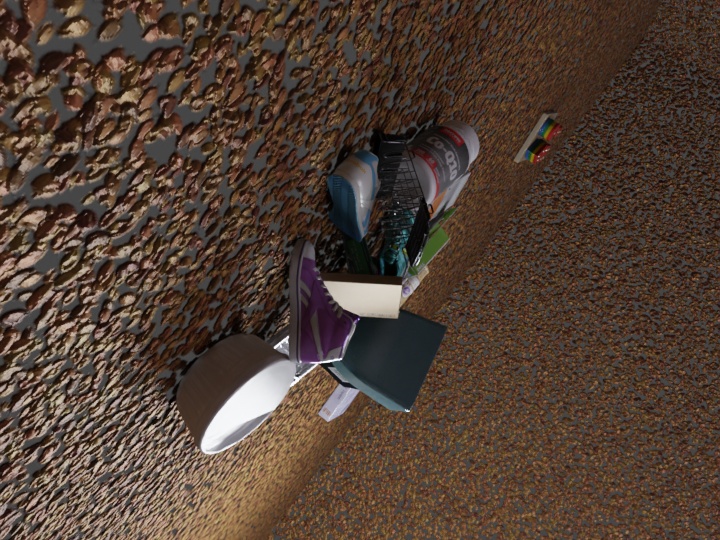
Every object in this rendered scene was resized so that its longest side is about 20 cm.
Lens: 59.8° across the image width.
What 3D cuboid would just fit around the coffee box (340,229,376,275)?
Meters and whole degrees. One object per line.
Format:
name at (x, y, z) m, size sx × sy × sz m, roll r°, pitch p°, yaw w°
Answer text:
coffee box at (0.000, 0.000, 1.223) m, size 0.044 × 0.124 × 0.200 m, roll -15°, pitch 162°, yaw -2°

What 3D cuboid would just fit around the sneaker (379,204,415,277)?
sneaker at (0.080, -0.049, 1.366) m, size 0.080 × 0.077 × 0.201 m, roll -44°, pitch 145°, yaw -55°

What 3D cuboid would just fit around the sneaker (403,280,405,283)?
sneaker at (0.084, 0.027, 1.636) m, size 0.200 × 0.075 × 0.100 m, roll -34°, pitch 155°, yaw -53°

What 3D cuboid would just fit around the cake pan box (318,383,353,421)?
cake pan box at (-0.049, 0.427, 2.203) m, size 0.200 × 0.052 × 0.184 m, roll -55°, pitch 168°, yaw 8°

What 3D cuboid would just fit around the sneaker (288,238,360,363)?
sneaker at (-0.057, 0.048, 1.016) m, size 0.073 × 0.114 × 0.202 m, roll 27°, pitch 61°, yaw -83°

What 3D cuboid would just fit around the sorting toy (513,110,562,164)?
sorting toy at (0.672, -0.484, 2.321) m, size 0.199 × 0.069 × 0.201 m, roll -28°, pitch 151°, yaw -59°

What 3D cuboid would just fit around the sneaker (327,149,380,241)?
sneaker at (-0.004, -0.116, 1.029) m, size 0.081 × 0.076 × 0.200 m, roll -50°, pitch 167°, yaw -20°

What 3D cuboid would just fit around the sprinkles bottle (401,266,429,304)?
sprinkles bottle at (0.116, 0.054, 1.819) m, size 0.200 × 0.068 × 0.068 m, roll -50°, pitch 165°, yaw -17°

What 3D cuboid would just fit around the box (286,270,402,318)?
box at (-0.026, 0.045, 1.132) m, size 0.164 × 0.199 × 0.021 m, roll 89°, pitch 5°, yaw -65°

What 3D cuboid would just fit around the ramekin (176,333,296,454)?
ramekin at (-0.209, 0.193, 1.025) m, size 0.202 × 0.094 × 0.203 m, roll -42°, pitch 158°, yaw -21°

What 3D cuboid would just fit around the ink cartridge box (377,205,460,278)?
ink cartridge box at (0.155, -0.060, 1.487) m, size 0.148 × 0.076 × 0.200 m, roll -45°, pitch -166°, yaw -30°

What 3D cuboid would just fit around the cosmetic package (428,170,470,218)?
cosmetic package at (0.167, -0.180, 1.426) m, size 0.200 × 0.071 × 0.102 m, roll -35°, pitch 157°, yaw -52°

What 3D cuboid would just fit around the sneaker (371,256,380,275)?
sneaker at (0.012, 0.037, 1.464) m, size 0.096 × 0.079 × 0.200 m, roll -59°, pitch 172°, yaw -30°

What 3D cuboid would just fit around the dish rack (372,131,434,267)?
dish rack at (0.062, -0.110, 1.026) m, size 0.054 × 0.201 × 0.154 m, roll -7°, pitch 149°, yaw -12°

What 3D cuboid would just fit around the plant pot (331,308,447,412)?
plant pot at (0.041, 0.173, 1.374) m, size 0.197 × 0.199 × 0.196 m, roll -63°, pitch -176°, yaw -14°

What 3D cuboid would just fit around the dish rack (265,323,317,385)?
dish rack at (-0.123, 0.145, 1.195) m, size 0.200 × 0.044 × 0.172 m, roll -38°, pitch 149°, yaw 2°

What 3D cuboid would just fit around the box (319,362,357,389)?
box at (0.011, 0.186, 1.561) m, size 0.200 × 0.117 × 0.197 m, roll -49°, pitch -170°, yaw -18°

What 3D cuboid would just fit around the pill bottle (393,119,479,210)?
pill bottle at (0.139, -0.207, 1.189) m, size 0.200 × 0.114 × 0.114 m, roll -42°, pitch 162°, yaw -40°
